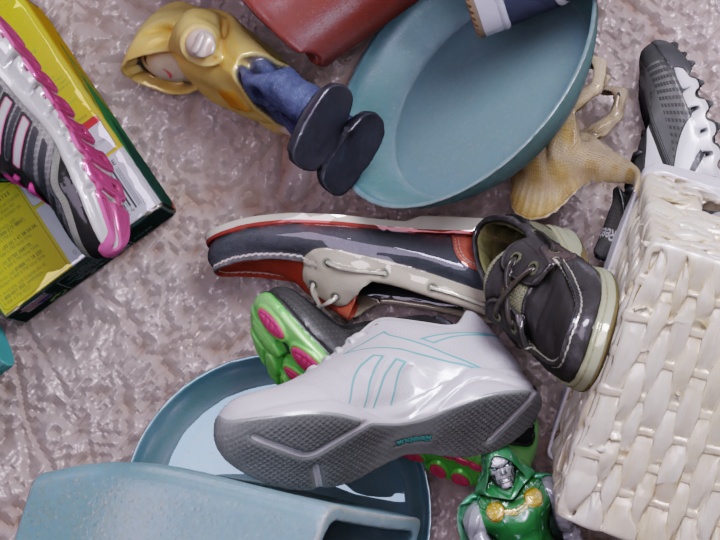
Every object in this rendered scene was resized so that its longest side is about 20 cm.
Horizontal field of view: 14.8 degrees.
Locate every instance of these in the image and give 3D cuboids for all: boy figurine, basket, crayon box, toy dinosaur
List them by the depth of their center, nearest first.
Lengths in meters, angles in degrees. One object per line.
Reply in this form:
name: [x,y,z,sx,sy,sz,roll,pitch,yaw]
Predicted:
basket: [0.197,0.061,1.621,0.135,0.124,0.201,17,112,-1]
toy dinosaur: [0.129,-0.076,1.697,0.199,0.058,0.102,6,68,51]
boy figurine: [-0.079,-0.119,1.726,0.199,0.124,0.065,29,84,38]
crayon box: [-0.225,-0.085,1.790,0.127,0.051,0.201,-34,81,5]

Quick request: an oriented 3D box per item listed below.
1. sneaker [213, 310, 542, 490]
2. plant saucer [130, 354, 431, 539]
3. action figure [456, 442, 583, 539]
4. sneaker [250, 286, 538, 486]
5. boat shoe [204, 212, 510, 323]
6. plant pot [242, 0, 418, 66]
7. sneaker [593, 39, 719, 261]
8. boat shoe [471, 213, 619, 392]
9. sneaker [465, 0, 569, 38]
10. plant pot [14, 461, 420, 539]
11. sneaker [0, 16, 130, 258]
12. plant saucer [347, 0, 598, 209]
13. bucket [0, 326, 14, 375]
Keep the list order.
sneaker: [0.003,0.074,1.622,0.199,0.071,0.081,-7,51,-24]
plant saucer: [-0.052,0.153,1.751,0.198,0.027,0.202,-1,86,10]
action figure: [0.111,0.194,1.677,0.117,0.055,0.201,-22,102,-4]
sneaker: [0.021,0.062,1.706,0.199,0.077,0.084,29,63,-12]
boat shoe: [0.000,0.000,1.735,0.198,0.071,0.063,1,81,4]
plant pot: [0.003,-0.242,1.703,0.195,0.201,0.201,-40,80,13]
sneaker: [0.183,-0.040,1.703,0.090,0.066,0.202,-11,85,-1]
boat shoe: [0.102,0.015,1.618,0.066,0.201,0.072,18,105,-11]
sneaker: [0.098,-0.213,1.577,0.108,0.200,0.071,-16,61,3]
plant pot: [-0.107,0.207,1.651,0.199,0.196,0.198,17,88,18]
sneaker: [-0.219,-0.077,1.727,0.087,0.074,0.200,-37,75,4]
plant saucer: [0.072,-0.115,1.703,0.199,0.036,0.201,-28,42,28]
bucket: [-0.319,0.026,1.726,0.134,0.207,0.208,-35,80,0]
